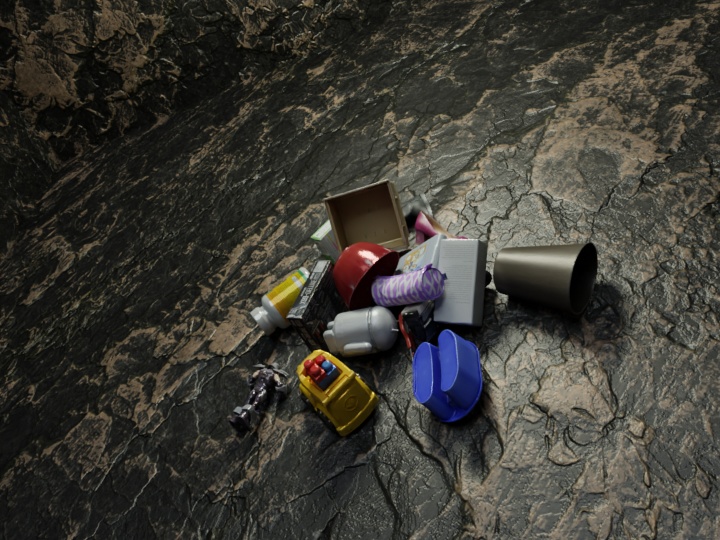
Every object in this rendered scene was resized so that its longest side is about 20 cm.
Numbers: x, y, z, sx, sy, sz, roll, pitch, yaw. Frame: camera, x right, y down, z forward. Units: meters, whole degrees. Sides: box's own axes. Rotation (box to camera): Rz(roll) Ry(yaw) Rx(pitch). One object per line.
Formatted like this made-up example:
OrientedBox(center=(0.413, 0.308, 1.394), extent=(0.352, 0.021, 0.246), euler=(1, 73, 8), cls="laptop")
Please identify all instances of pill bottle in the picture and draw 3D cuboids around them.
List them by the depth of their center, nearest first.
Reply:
OrientedBox(center=(-0.210, 0.093, 1.700), extent=(0.199, 0.113, 0.113), euler=(-38, 39, -9), cls="pill bottle")

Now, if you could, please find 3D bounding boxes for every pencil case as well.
OrientedBox(center=(0.112, 0.040, 1.457), extent=(0.199, 0.086, 0.084), euler=(-16, 10, 47), cls="pencil case")

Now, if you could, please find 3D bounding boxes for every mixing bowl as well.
OrientedBox(center=(0.000, 0.000, 1.578), extent=(0.108, 0.201, 0.200), euler=(39, 71, 20), cls="mixing bowl")

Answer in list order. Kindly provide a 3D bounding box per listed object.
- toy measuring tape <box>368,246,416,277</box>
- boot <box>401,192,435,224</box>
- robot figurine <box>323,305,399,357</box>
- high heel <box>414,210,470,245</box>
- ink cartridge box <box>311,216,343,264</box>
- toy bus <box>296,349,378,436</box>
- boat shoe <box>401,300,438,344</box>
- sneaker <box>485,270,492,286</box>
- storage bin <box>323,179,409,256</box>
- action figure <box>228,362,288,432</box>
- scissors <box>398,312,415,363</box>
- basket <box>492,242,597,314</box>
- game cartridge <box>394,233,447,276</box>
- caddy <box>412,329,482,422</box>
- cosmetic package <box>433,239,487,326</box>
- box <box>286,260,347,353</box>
OrientedBox(center=(0.071, -0.015, 1.688), extent=(0.198, 0.074, 0.074), euler=(-12, 41, 4), cls="toy measuring tape")
OrientedBox(center=(0.119, -0.144, 1.787), extent=(0.198, 0.066, 0.165), euler=(-22, 32, 6), cls="boot")
OrientedBox(center=(0.009, 0.153, 1.497), extent=(0.198, 0.114, 0.170), euler=(-13, 29, 19), cls="robot figurine")
OrientedBox(center=(0.235, -0.110, 1.642), extent=(0.198, 0.067, 0.097), euler=(9, 95, 33), cls="high heel")
OrientedBox(center=(-0.048, -0.125, 1.837), extent=(0.200, 0.104, 0.059), euler=(-47, 33, -20), cls="ink cartridge box")
OrientedBox(center=(-0.083, 0.254, 1.385), extent=(0.136, 0.193, 0.199), euler=(-43, 39, -15), cls="toy bus")
OrientedBox(center=(0.164, 0.110, 1.492), extent=(0.074, 0.093, 0.200), euler=(-19, 10, 31), cls="boat shoe")
OrientedBox(center=(0.252, -0.004, 1.552), extent=(0.198, 0.075, 0.088), euler=(2, 43, 34), cls="sneaker")
OrientedBox(center=(0.023, -0.137, 1.716), extent=(0.198, 0.201, 0.094), euler=(-15, 4, 15), cls="storage bin")
OrientedBox(center=(-0.258, 0.315, 1.531), extent=(0.129, 0.070, 0.201), euler=(-3, 42, 39), cls="action figure")
OrientedBox(center=(0.119, 0.188, 1.427), extent=(0.014, 0.073, 0.201), euler=(-26, 39, 23), cls="scissors")
OrientedBox(center=(0.421, 0.010, 1.386), extent=(0.199, 0.137, 0.181), euler=(5, 46, 40), cls="basket")
OrientedBox(center=(0.147, -0.004, 1.559), extent=(0.200, 0.041, 0.134), euler=(-34, 27, 53), cls="game cartridge")
OrientedBox(center=(0.195, 0.231, 1.308), extent=(0.141, 0.105, 0.201), euler=(-34, 33, 31), cls="caddy")
OrientedBox(center=(0.244, 0.029, 1.443), extent=(0.101, 0.071, 0.202), euler=(2, 81, 33), cls="cosmetic package")
OrientedBox(center=(-0.104, 0.098, 1.593), extent=(0.049, 0.158, 0.201), euler=(0, 48, 31), cls="box")
